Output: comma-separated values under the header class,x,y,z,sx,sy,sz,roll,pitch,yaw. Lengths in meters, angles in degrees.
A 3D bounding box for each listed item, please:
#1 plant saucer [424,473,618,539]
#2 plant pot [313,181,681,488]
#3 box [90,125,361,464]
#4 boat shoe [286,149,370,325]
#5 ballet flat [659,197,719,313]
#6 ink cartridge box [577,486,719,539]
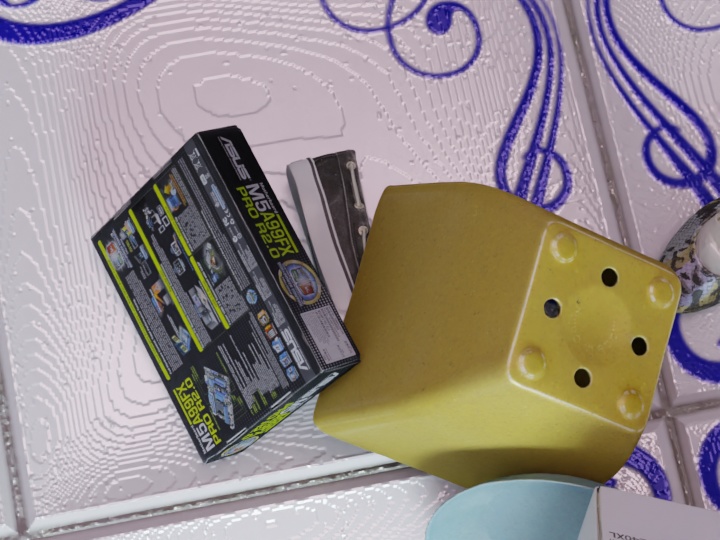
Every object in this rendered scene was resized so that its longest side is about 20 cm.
class,x,y,z,sx,sy,sz,roll,pitch,yaw
plant saucer,0.147,0.197,1.314,0.201,0.201,0.039,18,50,2
plant pot,0.115,0.047,1.305,0.194,0.200,0.196,23,73,-22
box,-0.103,0.019,1.357,0.044,0.160,0.200,-15,72,-45
boat shoe,0.000,0.000,1.409,0.064,0.071,0.200,-16,75,-6
ballet flat,0.312,-0.041,1.438,0.200,0.072,0.072,-35,80,-11
ink cartridge box,0.202,0.255,1.237,0.145,0.200,0.083,13,31,-2
